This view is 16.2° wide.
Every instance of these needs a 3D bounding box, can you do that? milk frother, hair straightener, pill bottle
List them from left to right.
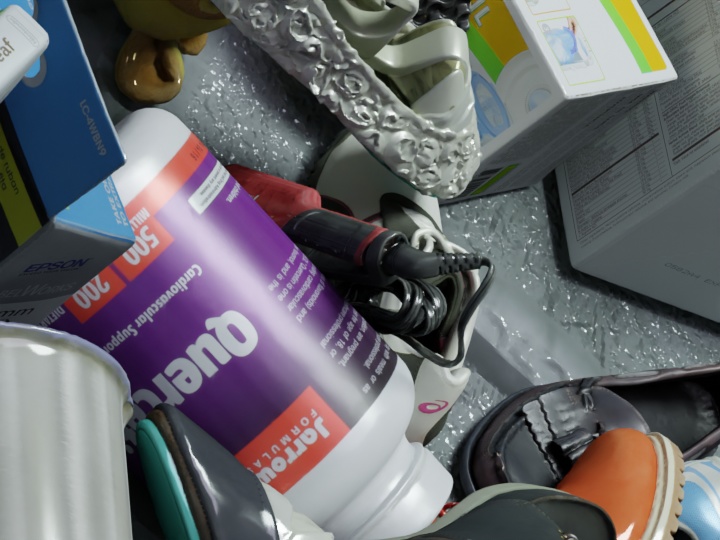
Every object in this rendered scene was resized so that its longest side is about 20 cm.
[{"bbox_3d":[-0.131,0.100,0.835,0.180,0.200,0.189,15,53,-34],"label":"milk frother"},{"bbox_3d":[-0.056,0.039,1.023,0.200,0.112,0.112,47,39,-9],"label":"pill bottle"},{"bbox_3d":[0.000,0.000,1.064,0.041,0.200,0.077,-47,119,-21],"label":"hair straightener"}]

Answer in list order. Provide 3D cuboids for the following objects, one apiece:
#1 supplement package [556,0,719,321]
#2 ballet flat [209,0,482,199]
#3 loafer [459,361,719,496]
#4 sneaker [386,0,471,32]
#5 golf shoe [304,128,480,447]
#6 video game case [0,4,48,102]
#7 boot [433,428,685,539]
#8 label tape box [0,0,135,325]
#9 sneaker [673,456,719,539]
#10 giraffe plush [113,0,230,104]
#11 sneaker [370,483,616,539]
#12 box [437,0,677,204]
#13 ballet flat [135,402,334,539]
[{"bbox_3d":[0.202,-0.100,1.347,0.152,0.151,0.200,19,50,-36],"label":"supplement package"},{"bbox_3d":[0.007,-0.095,1.091,0.200,0.072,0.072,37,40,-42],"label":"ballet flat"},{"bbox_3d":[0.126,0.075,1.224,0.200,0.063,0.072,-13,74,-50],"label":"loafer"},{"bbox_3d":[0.002,-0.175,1.207,0.090,0.070,0.201,-127,-156,-67],"label":"sneaker"},{"bbox_3d":[0.023,0.003,1.154,0.077,0.088,0.200,27,45,-28],"label":"golf shoe"},{"bbox_3d":[-0.198,0.014,0.824,0.022,0.200,0.182,43,39,-6],"label":"video game case"},{"bbox_3d":[0.067,0.123,1.104,0.107,0.075,0.200,42,53,-4],"label":"boot"},{"bbox_3d":[-0.146,-0.054,0.928,0.066,0.200,0.144,-4,66,-48],"label":"label tape box"},{"bbox_3d":[0.175,0.189,1.190,0.072,0.072,0.200,-21,91,-17],"label":"sneaker"},{"bbox_3d":[-0.099,-0.165,1.125,0.162,0.173,0.200,48,2,-25],"label":"giraffe plush"},{"bbox_3d":[0.072,0.130,0.970,0.200,0.106,0.075,-11,100,-55],"label":"sneaker"},{"bbox_3d":[0.050,-0.150,1.273,0.101,0.112,0.200,-13,72,-50],"label":"box"},{"bbox_3d":[-0.033,0.140,0.967,0.073,0.073,0.201,-24,104,-51],"label":"ballet flat"}]
